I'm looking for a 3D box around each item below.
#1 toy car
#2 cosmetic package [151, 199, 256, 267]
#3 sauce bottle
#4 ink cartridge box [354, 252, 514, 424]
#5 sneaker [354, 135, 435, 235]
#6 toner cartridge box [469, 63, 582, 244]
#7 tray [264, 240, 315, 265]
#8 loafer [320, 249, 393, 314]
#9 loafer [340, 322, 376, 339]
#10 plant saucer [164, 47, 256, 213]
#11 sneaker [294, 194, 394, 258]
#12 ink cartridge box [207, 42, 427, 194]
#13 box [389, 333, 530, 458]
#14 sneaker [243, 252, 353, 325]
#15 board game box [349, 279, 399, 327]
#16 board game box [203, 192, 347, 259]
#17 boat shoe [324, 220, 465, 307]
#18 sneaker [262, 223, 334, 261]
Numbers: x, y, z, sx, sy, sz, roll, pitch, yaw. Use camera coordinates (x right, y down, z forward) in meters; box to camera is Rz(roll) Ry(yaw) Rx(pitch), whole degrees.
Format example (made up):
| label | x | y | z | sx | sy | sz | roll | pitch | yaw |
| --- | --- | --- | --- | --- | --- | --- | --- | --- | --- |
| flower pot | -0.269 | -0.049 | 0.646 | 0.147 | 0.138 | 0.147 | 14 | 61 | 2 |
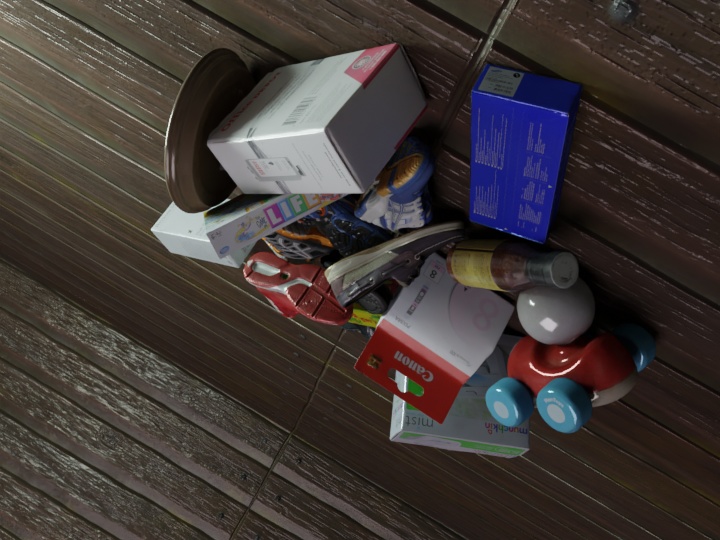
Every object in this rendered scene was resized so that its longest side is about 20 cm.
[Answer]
| label | x | y | z | sx | sy | sz | roll | pitch | yaw |
| --- | --- | --- | --- | --- | --- | --- | --- | --- | --- |
| toy car | 0.246 | 0.072 | 0.818 | 0.176 | 0.183 | 0.201 | -14 | 100 | 58 |
| cosmetic package | -0.279 | -0.077 | 1.157 | 0.199 | 0.102 | 0.074 | 11 | 148 | 34 |
| sauce bottle | 0.179 | -0.005 | 0.768 | 0.066 | 0.066 | 0.200 | 41 | 169 | -21 |
| ink cartridge box | 0.109 | 0.094 | 0.914 | 0.162 | 0.201 | 0.057 | 33 | 160 | -6 |
| sneaker | 0.062 | -0.099 | 0.784 | 0.088 | 0.076 | 0.200 | 27 | 165 | -10 |
| toner cartridge box | 0.165 | -0.114 | 0.660 | 0.094 | 0.043 | 0.201 | 22 | 153 | 21 |
| tray | -0.131 | -0.057 | 1.030 | 0.022 | 0.108 | 0.200 | -22 | 131 | 16 |
| loafer | 0.000 | 0.000 | 0.962 | 0.073 | 0.071 | 0.200 | 54 | 172 | -31 |
| loafer | 0.000 | 0.074 | 1.144 | 0.071 | 0.068 | 0.200 | 70 | 164 | -10 |
| plant saucer | -0.171 | -0.163 | 0.765 | 0.029 | 0.201 | 0.201 | 18 | 153 | 9 |
| sneaker | -0.025 | -0.082 | 0.894 | 0.199 | 0.079 | 0.075 | 35 | 140 | -14 |
| ink cartridge box | -0.050 | -0.160 | 0.690 | 0.199 | 0.147 | 0.083 | 6 | 142 | 43 |
| box | 0.156 | 0.188 | 0.995 | 0.198 | 0.178 | 0.097 | 10 | 154 | -5 |
| sneaker | -0.084 | 0.042 | 1.005 | 0.199 | 0.079 | 0.116 | 29 | 165 | 26 |
| board game box | 0.016 | 0.035 | 1.029 | 0.199 | 0.102 | 0.048 | 7 | 145 | 41 |
| board game box | -0.092 | -0.088 | 0.767 | 0.034 | 0.199 | 0.134 | 65 | 172 | -20 |
| boat shoe | 0.051 | -0.008 | 0.842 | 0.072 | 0.198 | 0.065 | 13 | -124 | -79 |
| sneaker | -0.109 | -0.056 | 0.937 | 0.077 | 0.079 | 0.199 | -37 | 145 | 27 |
